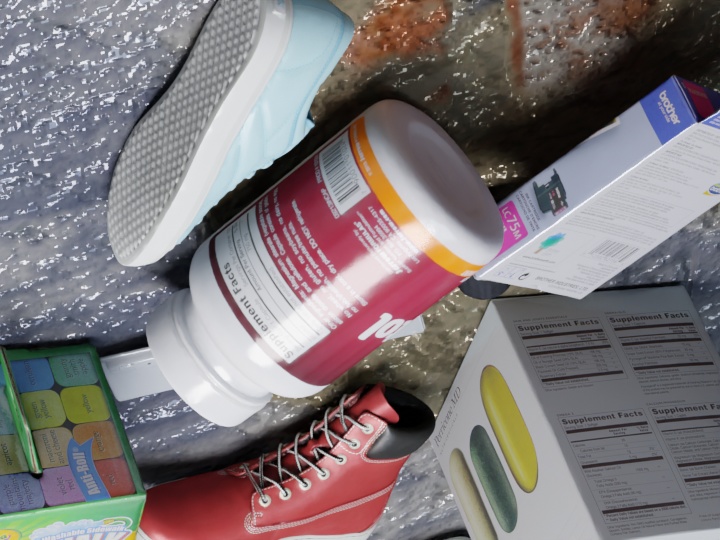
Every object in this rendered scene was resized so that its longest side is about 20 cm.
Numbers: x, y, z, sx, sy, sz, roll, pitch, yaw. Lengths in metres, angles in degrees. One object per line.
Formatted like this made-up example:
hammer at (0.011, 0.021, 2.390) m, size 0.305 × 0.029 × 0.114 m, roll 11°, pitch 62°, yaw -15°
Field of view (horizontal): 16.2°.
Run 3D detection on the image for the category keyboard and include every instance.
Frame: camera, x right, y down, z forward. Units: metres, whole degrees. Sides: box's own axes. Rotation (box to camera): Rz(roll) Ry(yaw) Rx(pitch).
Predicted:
keyboard at (-0.060, 0.046, 1.570) m, size 0.200 × 0.011 × 0.056 m, roll -13°, pitch 156°, yaw 2°

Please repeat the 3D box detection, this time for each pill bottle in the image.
pill bottle at (-0.024, 0.001, 1.471) m, size 0.200 × 0.113 × 0.113 m, roll -38°, pitch 142°, yaw 21°

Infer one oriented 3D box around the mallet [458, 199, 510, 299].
mallet at (0.000, 0.000, 1.552) m, size 0.200 × 0.041 × 0.066 m, roll -10°, pitch 144°, yaw -11°

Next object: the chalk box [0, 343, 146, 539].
chalk box at (-0.208, 0.127, 1.525) m, size 0.124 × 0.125 × 0.200 m, roll -6°, pitch 142°, yaw -22°

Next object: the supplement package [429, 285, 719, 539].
supplement package at (0.162, 0.136, 1.669) m, size 0.150 × 0.200 × 0.152 m, roll -4°, pitch 140°, yaw -23°

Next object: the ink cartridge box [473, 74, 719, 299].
ink cartridge box at (0.167, -0.054, 1.492) m, size 0.200 × 0.042 × 0.119 m, roll -34°, pitch 155°, yaw 27°

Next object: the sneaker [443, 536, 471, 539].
sneaker at (0.005, 0.251, 1.842) m, size 0.200 × 0.073 × 0.072 m, roll -17°, pitch 145°, yaw -7°

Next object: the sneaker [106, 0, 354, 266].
sneaker at (-0.068, -0.071, 1.390) m, size 0.082 × 0.074 × 0.200 m, roll 11°, pitch 133°, yaw -33°

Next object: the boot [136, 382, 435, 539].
boot at (-0.051, 0.127, 1.658) m, size 0.200 × 0.072 × 0.144 m, roll -5°, pitch 141°, yaw -36°
